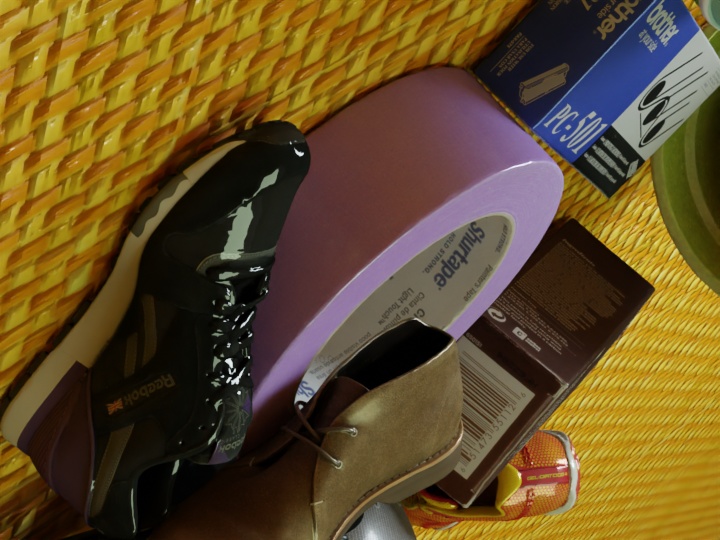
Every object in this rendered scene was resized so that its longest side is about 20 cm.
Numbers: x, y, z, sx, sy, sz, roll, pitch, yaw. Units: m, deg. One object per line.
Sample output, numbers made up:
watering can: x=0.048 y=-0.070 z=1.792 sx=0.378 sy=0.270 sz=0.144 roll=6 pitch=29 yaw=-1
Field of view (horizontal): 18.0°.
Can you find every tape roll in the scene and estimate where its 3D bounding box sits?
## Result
tape roll: x=0.000 y=0.000 z=1.058 sx=0.200 sy=0.066 sz=0.200 roll=-38 pitch=162 yaw=-15

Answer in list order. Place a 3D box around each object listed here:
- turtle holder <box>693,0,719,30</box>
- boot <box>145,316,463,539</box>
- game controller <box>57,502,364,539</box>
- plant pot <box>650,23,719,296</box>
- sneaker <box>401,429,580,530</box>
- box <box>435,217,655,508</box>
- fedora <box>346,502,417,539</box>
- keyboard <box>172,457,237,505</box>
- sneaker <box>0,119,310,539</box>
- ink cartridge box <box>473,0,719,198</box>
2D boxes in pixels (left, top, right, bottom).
turtle holder: x=0.215 y=-0.169 z=1.014 sx=0.141 sy=0.132 sz=0.186 roll=-30 pitch=159 yaw=-33
boot: x=-0.027 y=0.084 z=1.004 sx=0.200 sy=0.073 sz=0.076 roll=-33 pitch=143 yaw=-39
game controller: x=-0.094 y=0.136 z=1.099 sx=0.199 sy=0.042 sz=0.104 roll=-17 pitch=169 yaw=-6
plant pot: x=0.286 y=-0.078 z=1.338 sx=0.200 sy=0.200 sz=0.184 roll=-49 pitch=173 yaw=20
sneaker: x=0.054 y=0.123 z=1.409 sx=0.077 sy=0.073 sz=0.200 roll=0 pitch=170 yaw=-30
box: x=0.091 y=0.049 z=1.301 sx=0.100 sy=0.075 sz=0.200 roll=-53 pitch=174 yaw=26
fedora: x=-0.025 y=0.165 z=1.353 sx=0.177 sy=0.090 sz=0.200 roll=-44 pitch=163 yaw=5
keyboard: x=-0.056 y=0.072 z=1.184 sx=0.200 sy=0.040 sz=0.104 roll=-33 pitch=137 yaw=-27
sneaker: x=-0.064 y=0.029 z=0.943 sx=0.076 sy=0.088 sz=0.200 roll=-17 pitch=149 yaw=-55
ink cartridge box: x=0.124 y=-0.097 z=1.131 sx=0.094 sy=0.044 sz=0.200 roll=-46 pitch=163 yaw=7
